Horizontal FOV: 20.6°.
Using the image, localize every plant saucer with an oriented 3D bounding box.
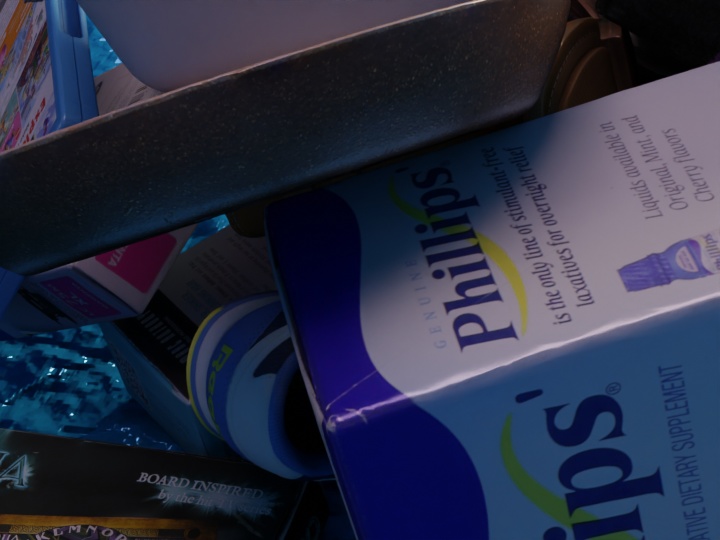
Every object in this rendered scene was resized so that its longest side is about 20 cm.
[{"bbox_3d":[-0.029,-0.037,0.578,0.199,0.035,0.200,-17,2,1],"label":"plant saucer"}]

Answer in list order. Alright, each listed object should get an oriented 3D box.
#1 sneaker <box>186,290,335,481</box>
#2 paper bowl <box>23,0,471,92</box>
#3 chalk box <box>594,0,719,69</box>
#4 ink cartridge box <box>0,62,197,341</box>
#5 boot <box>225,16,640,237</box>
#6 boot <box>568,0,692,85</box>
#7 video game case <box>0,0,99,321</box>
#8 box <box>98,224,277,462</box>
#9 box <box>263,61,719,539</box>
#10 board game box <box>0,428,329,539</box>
[{"bbox_3d":[0.040,0.029,0.708,0.199,0.074,0.082,-18,14,-9],"label":"sneaker"},{"bbox_3d":[-0.019,-0.123,0.660,0.199,0.105,0.201,-12,8,2],"label":"paper bowl"},{"bbox_3d":[0.199,-0.107,0.635,0.199,0.125,0.124,32,61,12],"label":"chalk box"},{"bbox_3d":[-0.110,-0.032,0.812,0.200,0.042,0.120,-8,48,60],"label":"ink cartridge box"},{"bbox_3d":[0.020,-0.046,0.715,0.154,0.077,0.200,-12,18,13],"label":"boot"},{"bbox_3d":[0.139,-0.073,0.839,0.096,0.075,0.200,-5,30,-24],"label":"boot"},{"bbox_3d":[-0.147,-0.069,0.804,0.018,0.143,0.201,16,37,-26],"label":"video game case"},{"bbox_3d":[0.000,0.000,0.800,0.199,0.049,0.082,-32,41,-18],"label":"box"},{"bbox_3d":[0.092,0.047,0.606,0.199,0.185,0.105,-17,40,0],"label":"box"},{"bbox_3d":[-0.126,0.117,0.722,0.199,0.028,0.136,5,44,26],"label":"board game box"}]
